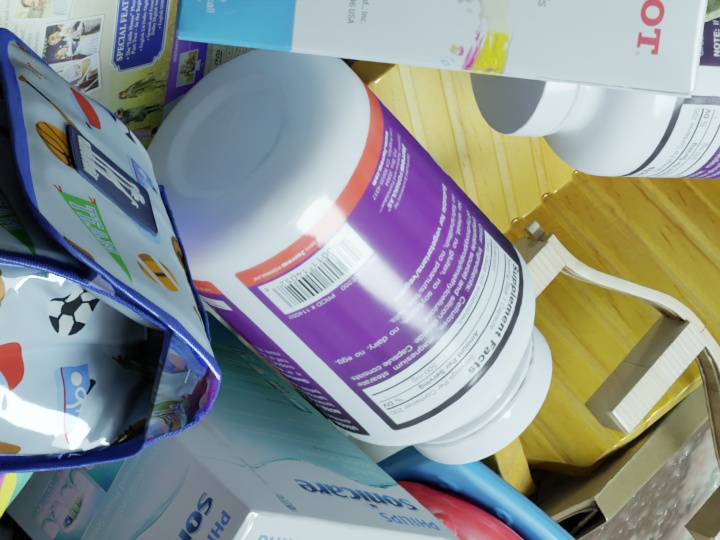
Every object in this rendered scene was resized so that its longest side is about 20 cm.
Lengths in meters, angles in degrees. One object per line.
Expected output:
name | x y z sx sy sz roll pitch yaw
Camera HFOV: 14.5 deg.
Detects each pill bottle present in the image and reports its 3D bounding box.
pill bottle | 0.000 0.000 1.231 0.112 0.112 0.200 -48 130 -4
pill bottle | 0.155 -0.098 1.298 0.200 0.112 0.113 1 121 -26

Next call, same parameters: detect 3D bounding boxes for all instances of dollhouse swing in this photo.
dollhouse swing | 0.100 -0.033 1.364 0.200 0.182 0.176 -37 160 -16

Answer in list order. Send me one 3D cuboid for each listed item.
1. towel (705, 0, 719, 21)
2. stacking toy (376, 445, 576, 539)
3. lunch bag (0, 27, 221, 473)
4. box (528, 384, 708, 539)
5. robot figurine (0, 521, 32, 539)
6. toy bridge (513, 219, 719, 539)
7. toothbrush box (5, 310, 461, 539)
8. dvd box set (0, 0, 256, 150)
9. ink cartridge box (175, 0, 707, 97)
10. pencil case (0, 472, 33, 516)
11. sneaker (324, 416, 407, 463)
towel | 0.140 -0.204 1.252 0.148 0.200 0.036 -17 168 -35
stacking toy | 0.013 0.187 1.306 0.110 0.116 0.200 40 62 -11
lunch bag | -0.159 -0.010 1.060 0.200 0.170 0.124 8 120 -19
box | 0.110 0.115 1.478 0.163 0.021 0.200 -36 180 37
robot figurine | -0.134 0.183 1.279 0.150 0.200 0.125 124 -17 -60
toy bridge | 0.138 0.048 1.361 0.067 0.027 0.200 -47 115 -15
toothbrush box | -0.077 0.091 1.249 0.146 0.200 0.085 14 109 -50
dvd box set | -0.127 -0.076 1.198 0.200 0.029 0.147 -18 132 -36
ink cartridge box | 0.039 -0.163 1.103 0.200 0.146 0.147 7 107 1
pencil case | -0.171 0.069 1.113 0.200 0.088 0.089 -59 162 -55
sneaker | -0.018 0.118 1.415 0.200 0.080 0.074 -19 159 -31
